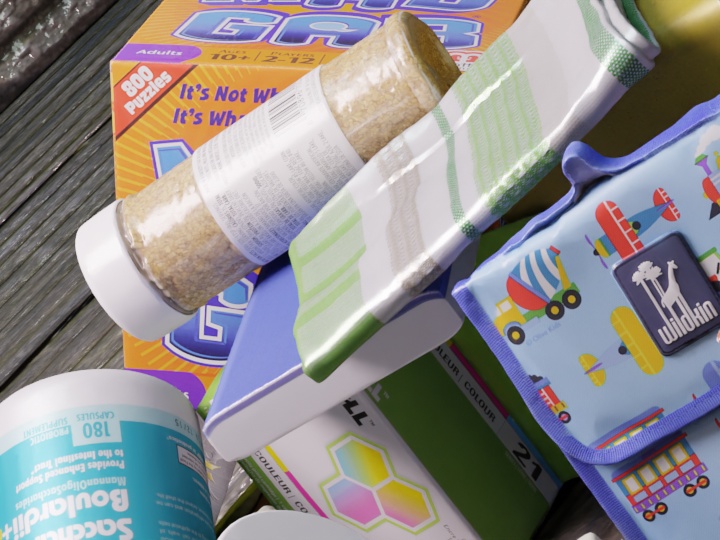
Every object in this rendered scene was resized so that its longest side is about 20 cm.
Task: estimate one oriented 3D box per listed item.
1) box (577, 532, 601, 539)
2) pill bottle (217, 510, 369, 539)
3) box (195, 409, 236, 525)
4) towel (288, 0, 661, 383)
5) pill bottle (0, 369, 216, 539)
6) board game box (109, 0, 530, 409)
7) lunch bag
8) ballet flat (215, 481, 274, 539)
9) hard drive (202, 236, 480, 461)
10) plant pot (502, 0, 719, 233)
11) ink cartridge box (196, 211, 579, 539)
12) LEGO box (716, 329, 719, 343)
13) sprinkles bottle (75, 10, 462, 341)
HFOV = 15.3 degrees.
[{"bbox_3d":[0.074,0.194,1.003,0.095,0.078,0.200,-35,17,16],"label":"box"},{"bbox_3d":[-0.052,0.201,1.064,0.201,0.115,0.116,-62,3,29],"label":"pill bottle"},{"bbox_3d":[-0.141,0.185,1.407,0.158,0.048,0.201,-41,25,49],"label":"box"},{"bbox_3d":[0.042,-0.051,1.160,0.200,0.031,0.149,-44,15,13],"label":"towel"},{"bbox_3d":[-0.118,0.156,1.263,0.110,0.111,0.201,-30,53,27],"label":"pill bottle"},{"bbox_3d":[-0.012,-0.045,1.459,0.198,0.201,0.200,3,23,10],"label":"board game box"},{"bbox_3d":[0.145,0.024,1.086,0.150,0.200,0.094,-34,16,17],"label":"lunch bag"},{"bbox_3d":[-0.035,0.128,1.431,0.200,0.067,0.067,-48,-20,-14],"label":"ballet flat"},{"bbox_3d":[0.000,0.000,1.253,0.132,0.025,0.200,-31,19,22],"label":"hard drive"},{"bbox_3d":[0.172,-0.066,1.253,0.176,0.200,0.200,-27,23,35],"label":"plant pot"},{"bbox_3d":[0.042,0.072,1.277,0.199,0.148,0.076,-22,22,45],"label":"ink cartridge box"},{"bbox_3d":[0.252,0.026,0.939,0.199,0.149,0.077,-25,21,38],"label":"LEGO box"},{"bbox_3d":[-0.041,-0.044,1.285,0.199,0.068,0.068,-33,17,17],"label":"sprinkles bottle"}]
